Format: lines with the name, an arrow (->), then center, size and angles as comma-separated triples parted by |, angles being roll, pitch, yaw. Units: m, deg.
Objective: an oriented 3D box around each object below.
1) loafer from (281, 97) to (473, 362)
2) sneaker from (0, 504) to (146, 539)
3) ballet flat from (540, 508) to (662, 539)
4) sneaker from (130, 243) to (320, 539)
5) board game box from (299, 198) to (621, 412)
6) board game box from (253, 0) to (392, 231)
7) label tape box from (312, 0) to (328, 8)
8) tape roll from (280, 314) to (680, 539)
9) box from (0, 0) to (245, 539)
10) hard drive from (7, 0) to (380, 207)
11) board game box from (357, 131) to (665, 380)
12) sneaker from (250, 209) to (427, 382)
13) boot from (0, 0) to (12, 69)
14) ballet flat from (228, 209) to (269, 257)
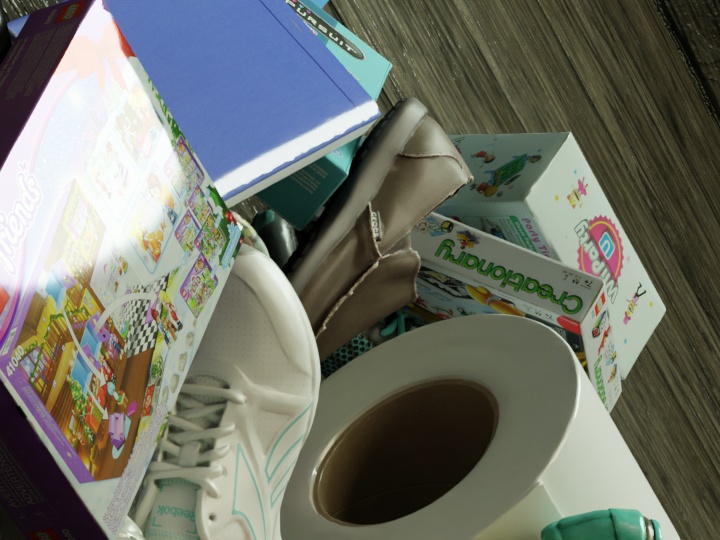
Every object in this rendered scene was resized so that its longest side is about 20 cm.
loafer -> 0.000, 0.000, 1.421 | 0.071, 0.200, 0.073 | 34, -14, -5
sneaker -> -0.093, 0.140, 1.069 | 0.075, 0.099, 0.201 | 36, 34, -58
ballet flat -> 0.100, 0.205, 1.252 | 0.067, 0.070, 0.201 | -90, -176, -72
sneaker -> -0.065, 0.088, 1.177 | 0.080, 0.070, 0.201 | -18, 114, -66
board game box -> 0.053, 0.015, 1.519 | 0.035, 0.199, 0.126 | -58, 155, -23
board game box -> -0.065, -0.117, 1.484 | 0.151, 0.047, 0.200 | 38, 22, -7
label tape box -> -0.072, -0.209, 1.658 | 0.201, 0.063, 0.144 | 70, 17, 8
tape roll -> 0.052, 0.140, 1.351 | 0.139, 0.202, 0.203 | 59, 18, -30
box -> -0.118, -0.002, 1.063 | 0.137, 0.039, 0.200 | 60, 31, -30
hard drive -> -0.087, -0.096, 1.340 | 0.132, 0.025, 0.200 | 48, 36, 7
board game box -> 0.065, -0.008, 1.586 | 0.064, 0.199, 0.148 | -54, 128, -32
sneaker -> 0.003, 0.042, 1.517 | 0.201, 0.091, 0.078 | 61, 17, -22
boot -> -0.158, -0.059, 1.147 | 0.158, 0.079, 0.212 | 11, 68, -63
ballet flat -> -0.066, 0.025, 1.274 | 0.201, 0.069, 0.071 | 83, 16, -44
